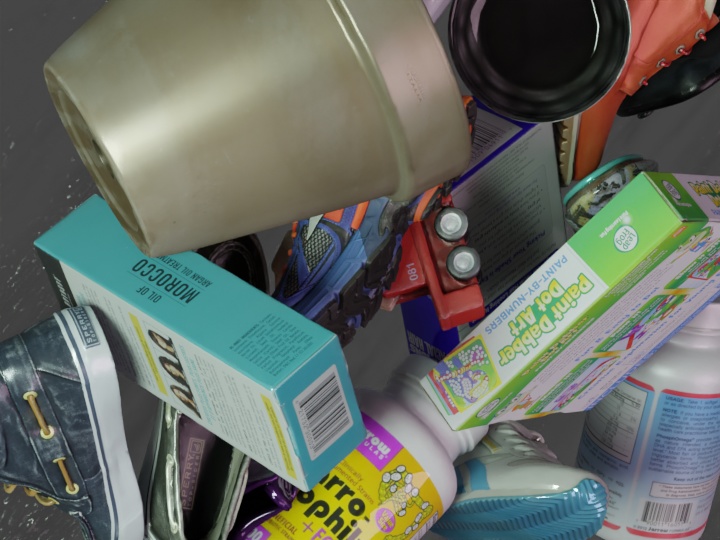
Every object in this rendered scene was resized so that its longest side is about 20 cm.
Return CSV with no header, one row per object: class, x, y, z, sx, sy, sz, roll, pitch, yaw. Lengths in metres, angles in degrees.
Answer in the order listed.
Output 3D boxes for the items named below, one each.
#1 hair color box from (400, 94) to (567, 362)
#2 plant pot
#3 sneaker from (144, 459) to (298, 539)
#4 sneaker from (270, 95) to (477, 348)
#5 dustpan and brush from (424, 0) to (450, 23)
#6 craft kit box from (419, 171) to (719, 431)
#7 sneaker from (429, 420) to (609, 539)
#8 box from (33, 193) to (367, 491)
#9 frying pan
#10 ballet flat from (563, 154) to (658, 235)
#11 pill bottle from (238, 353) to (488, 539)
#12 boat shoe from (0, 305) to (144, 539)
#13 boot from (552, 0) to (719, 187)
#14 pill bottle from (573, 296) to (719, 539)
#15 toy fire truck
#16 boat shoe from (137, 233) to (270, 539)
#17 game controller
hair color box,0.079,-0.008,1.528,0.109,0.065,0.201,-37,135,-28
plant pot,-0.064,-0.097,1.226,0.173,0.200,0.200,-30,136,-11
sneaker,-0.050,0.103,1.431,0.200,0.087,0.074,-54,142,-8
sneaker,-0.011,-0.028,1.345,0.200,0.078,0.075,-56,161,-16
dustpan and brush,0.026,-0.172,1.331,0.140,0.057,0.200,-54,180,6
craft kit box,0.159,0.019,1.459,0.200,0.049,0.197,-44,162,23
sneaker,0.097,0.135,1.548,0.076,0.200,0.081,32,71,-26
box,-0.088,0.037,1.254,0.049,0.200,0.083,-40,138,-24
frying pan,0.135,-0.179,1.443,0.190,0.115,0.031,-51,-179,12
ballet flat,0.175,-0.037,1.538,0.072,0.072,0.200,-62,175,3
pill bottle,-0.009,0.147,1.493,0.200,0.104,0.104,-45,140,-20
boat shoe,-0.179,0.101,1.311,0.090,0.071,0.201,-18,139,-13
boot,0.177,-0.143,1.511,0.107,0.075,0.201,8,112,-14
pill bottle,0.224,0.098,1.723,0.108,0.109,0.201,-12,122,-44
toy fire truck,0.000,0.000,1.393,0.140,0.201,0.049,-17,169,0
boat shoe,-0.083,0.068,1.353,0.070,0.064,0.201,7,91,-25
game controller,0.258,-0.168,1.600,0.200,0.104,0.042,-40,113,-27
